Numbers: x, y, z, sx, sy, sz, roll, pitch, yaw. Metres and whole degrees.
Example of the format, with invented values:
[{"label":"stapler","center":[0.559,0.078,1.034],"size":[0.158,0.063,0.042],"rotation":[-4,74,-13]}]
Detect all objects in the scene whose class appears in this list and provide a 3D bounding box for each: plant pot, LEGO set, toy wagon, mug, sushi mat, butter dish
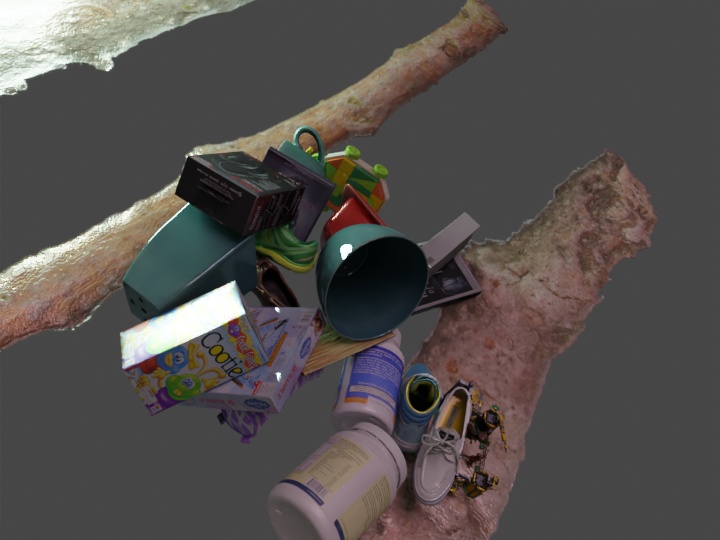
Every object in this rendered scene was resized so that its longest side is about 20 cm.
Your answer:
[{"label":"plant pot","center":[0.000,0.000,1.308],"size":[0.198,0.202,0.135],"rotation":[-4,31,-30]},{"label":"LEGO set","center":[0.201,0.296,1.356],"size":[0.153,0.116,0.201],"rotation":[32,49,-2]},{"label":"toy wagon","center":[-0.039,-0.180,1.556],"size":[0.199,0.156,0.040],"rotation":[34,34,0]},{"label":"plant pot","center":[-0.295,0.007,1.284],"size":[0.140,0.142,0.200],"rotation":[32,55,20]},{"label":"mug","center":[-0.131,-0.174,1.486],"size":[0.114,0.186,0.153],"rotation":[31,32,-6]},{"label":"sushi mat","center":[-0.044,0.120,1.309],"size":[0.198,0.012,0.096],"rotation":[-20,45,-31]},{"label":"butter dish","center":[-0.017,-0.029,1.465],"size":[0.147,0.200,0.200],"rotation":[-35,76,-16]}]

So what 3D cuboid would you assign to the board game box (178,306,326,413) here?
[{"label":"board game box","center":[-0.181,0.141,1.240],"size":[0.197,0.041,0.201],"rotation":[0,40,27]}]

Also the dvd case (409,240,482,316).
[{"label":"dvd case","center":[0.148,0.009,1.605],"size":[0.198,0.025,0.151],"rotation":[-14,63,-35]}]

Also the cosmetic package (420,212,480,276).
[{"label":"cosmetic package","center":[0.167,-0.043,1.583],"size":[0.051,0.083,0.199],"rotation":[42,47,12]}]

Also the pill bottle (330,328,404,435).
[{"label":"pill bottle","center":[0.019,0.192,1.343],"size":[0.111,0.112,0.202],"rotation":[23,49,-10]}]

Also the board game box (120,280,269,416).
[{"label":"board game box","center":[-0.260,0.119,1.179],"size":[0.198,0.104,0.105],"rotation":[-24,35,-6]}]

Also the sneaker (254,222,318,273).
[{"label":"sneaker","center":[-0.167,-0.071,1.406],"size":[0.198,0.084,0.074],"rotation":[28,11,-8]}]

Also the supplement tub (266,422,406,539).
[{"label":"supplement tub","center":[-0.033,0.345,1.180],"size":[0.145,0.145,0.199],"rotation":[47,49,11]}]

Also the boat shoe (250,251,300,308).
[{"label":"boat shoe","center":[-0.176,0.015,1.401],"size":[0.070,0.071,0.200],"rotation":[-29,72,-35]}]

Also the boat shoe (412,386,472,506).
[{"label":"boat shoe","center":[0.141,0.282,1.244],"size":[0.074,0.086,0.203],"rotation":[20,61,15]}]

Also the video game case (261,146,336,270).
[{"label":"video game case","center":[-0.152,-0.114,1.425],"size":[0.142,0.201,0.019],"rotation":[29,27,-5]}]

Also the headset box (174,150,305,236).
[{"label":"headset box","center":[-0.208,-0.136,1.294],"size":[0.148,0.078,0.200],"rotation":[30,19,15]}]

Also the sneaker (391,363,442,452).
[{"label":"sneaker","center":[0.111,0.212,1.349],"size":[0.078,0.132,0.201],"rotation":[15,37,-1]}]

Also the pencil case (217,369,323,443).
[{"label":"pencil case","center":[-0.145,0.200,1.275],"size":[0.200,0.083,0.086],"rotation":[-41,115,-39]}]
